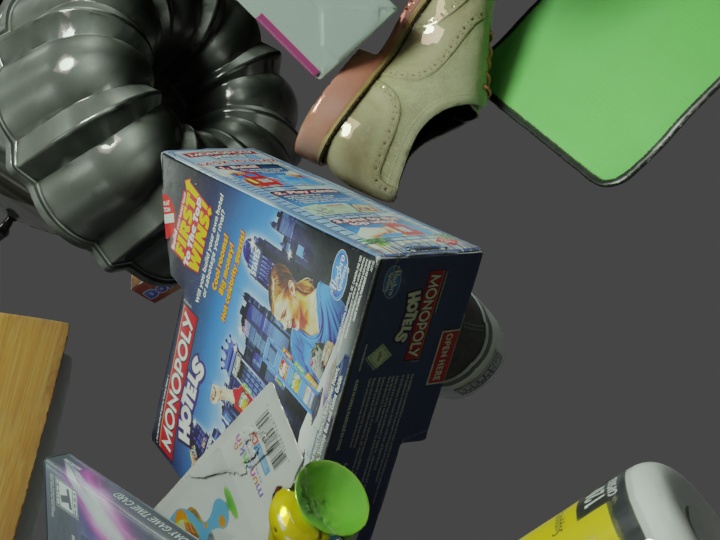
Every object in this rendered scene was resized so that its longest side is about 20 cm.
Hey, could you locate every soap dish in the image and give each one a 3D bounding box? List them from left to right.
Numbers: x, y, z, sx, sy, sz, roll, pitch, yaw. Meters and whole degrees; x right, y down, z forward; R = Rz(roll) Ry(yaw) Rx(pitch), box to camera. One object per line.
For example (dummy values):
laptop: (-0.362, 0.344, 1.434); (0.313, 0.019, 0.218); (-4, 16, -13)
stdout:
soap dish: (-0.267, 0.125, 0.973); (0.157, 0.081, 0.200); (-18, 47, 31)

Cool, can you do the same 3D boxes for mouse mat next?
mouse mat: (0.163, -0.145, 0.862); (0.200, 0.008, 0.161); (-46, 39, 4)

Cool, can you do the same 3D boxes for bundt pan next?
bundt pan: (-0.110, -0.097, 0.910); (0.076, 0.202, 0.202); (-28, 42, 37)

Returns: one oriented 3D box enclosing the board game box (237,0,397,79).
board game box: (-0.060, -0.194, 0.941); (0.064, 0.148, 0.200); (-44, 13, 7)

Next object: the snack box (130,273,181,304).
snack box: (-0.113, -0.072, 1.038); (0.072, 0.024, 0.200); (-28, 43, 25)

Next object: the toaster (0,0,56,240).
toaster: (-0.208, -0.118, 1.062); (0.181, 0.119, 0.200); (15, 75, 55)

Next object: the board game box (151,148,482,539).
board game box: (-0.042, 0.029, 0.802); (0.200, 0.062, 0.200); (45, 129, 44)

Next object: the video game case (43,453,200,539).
video game case: (-0.096, 0.184, 0.747); (0.200, 0.019, 0.143); (20, 114, 51)

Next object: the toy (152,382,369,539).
toy: (-0.050, 0.147, 0.731); (0.200, 0.047, 0.115); (-51, 56, 47)

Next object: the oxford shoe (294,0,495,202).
oxford shoe: (0.050, -0.121, 0.906); (0.074, 0.071, 0.200); (37, 77, 9)

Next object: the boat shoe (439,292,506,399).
boat shoe: (0.000, 0.000, 0.844); (0.070, 0.066, 0.200); (-46, 39, 2)

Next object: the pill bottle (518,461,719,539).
pill bottle: (0.063, 0.170, 0.611); (0.200, 0.112, 0.112); (-36, 41, 14)
